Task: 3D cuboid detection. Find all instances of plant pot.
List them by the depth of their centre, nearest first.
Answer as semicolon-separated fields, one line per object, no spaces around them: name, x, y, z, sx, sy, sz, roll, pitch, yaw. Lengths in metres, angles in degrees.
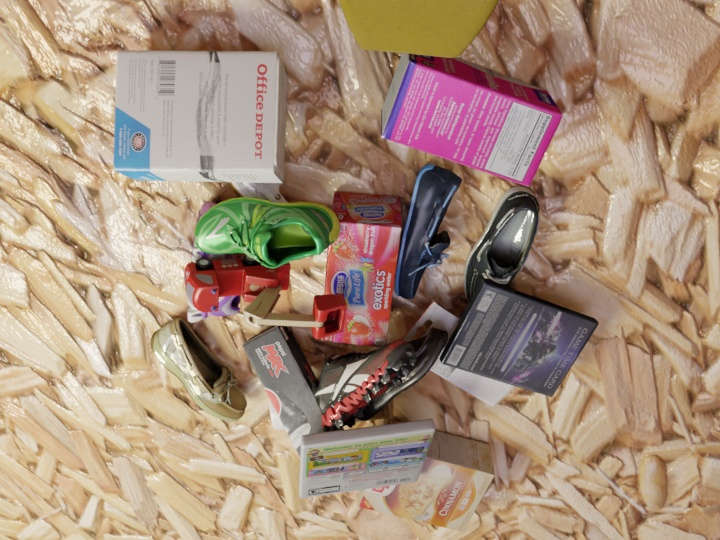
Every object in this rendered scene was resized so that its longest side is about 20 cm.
plant pot;0.064;-0.346;0.744;0.192;0.196;0.202;4;130;0

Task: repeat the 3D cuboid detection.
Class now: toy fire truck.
toy fire truck;-0.131;0.037;0.945;0.197;0.142;0.049;-5;128;-21

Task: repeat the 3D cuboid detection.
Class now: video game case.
video game case;0.234;0.104;1.035;0.198;0.019;0.144;18;114;-18
video game case;0.005;0.290;1.073;0.197;0.022;0.183;-5;140;-10

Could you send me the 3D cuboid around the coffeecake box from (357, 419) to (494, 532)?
coffeecake box;0.111;0.357;1.219;0.197;0.073;0.155;15;121;-6

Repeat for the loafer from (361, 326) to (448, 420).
loafer;0.047;0.145;1.043;0.071;0.073;0.200;47;112;2

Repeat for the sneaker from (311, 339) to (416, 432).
sneaker;-0.004;0.147;1.003;0.070;0.099;0.200;-4;146;-49

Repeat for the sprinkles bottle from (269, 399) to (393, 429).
sprinkles bottle;-0.046;0.218;1.146;0.197;0.069;0.069;-6;121;6

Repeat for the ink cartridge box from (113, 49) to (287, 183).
ink cartridge box;-0.193;-0.187;0.869;0.197;0.084;0.148;1;87;2

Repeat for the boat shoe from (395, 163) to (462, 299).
boat shoe;0.094;-0.043;0.975;0.068;0.084;0.202;14;123;7

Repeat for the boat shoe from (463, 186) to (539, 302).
boat shoe;0.198;-0.019;0.999;0.074;0.061;0.202;9;121;-4

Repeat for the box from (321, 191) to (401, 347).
box;0.000;0.000;0.998;0.098;0.096;0.202;6;121;-1

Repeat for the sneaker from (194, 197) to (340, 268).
sneaker;-0.127;-0.049;0.892;0.197;0.084;0.075;-3;117;15

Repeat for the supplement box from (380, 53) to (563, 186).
supplement box;0.134;-0.195;0.874;0.197;0.102;0.104;18;120;-9

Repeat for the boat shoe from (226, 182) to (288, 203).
boat shoe;-0.134;-0.114;0.961;0.069;0.071;0.201;-39;106;-6

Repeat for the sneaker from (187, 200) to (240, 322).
sneaker;-0.202;-0.009;1.019;0.087;0.081;0.202;6;126;-9

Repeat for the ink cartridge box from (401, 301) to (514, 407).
ink cartridge box;0.162;0.121;1.091;0.199;0.051;0.109;32;118;-14

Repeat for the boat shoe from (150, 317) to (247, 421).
boat shoe;-0.246;0.161;1.121;0.063;0.073;0.201;-31;108;24

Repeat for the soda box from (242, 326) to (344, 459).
soda box;-0.103;0.183;1.083;0.070;0.063;0.202;-27;91;7
